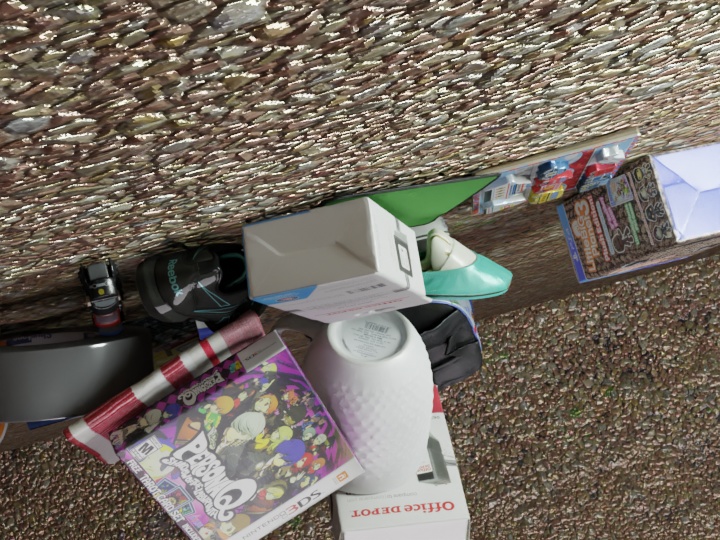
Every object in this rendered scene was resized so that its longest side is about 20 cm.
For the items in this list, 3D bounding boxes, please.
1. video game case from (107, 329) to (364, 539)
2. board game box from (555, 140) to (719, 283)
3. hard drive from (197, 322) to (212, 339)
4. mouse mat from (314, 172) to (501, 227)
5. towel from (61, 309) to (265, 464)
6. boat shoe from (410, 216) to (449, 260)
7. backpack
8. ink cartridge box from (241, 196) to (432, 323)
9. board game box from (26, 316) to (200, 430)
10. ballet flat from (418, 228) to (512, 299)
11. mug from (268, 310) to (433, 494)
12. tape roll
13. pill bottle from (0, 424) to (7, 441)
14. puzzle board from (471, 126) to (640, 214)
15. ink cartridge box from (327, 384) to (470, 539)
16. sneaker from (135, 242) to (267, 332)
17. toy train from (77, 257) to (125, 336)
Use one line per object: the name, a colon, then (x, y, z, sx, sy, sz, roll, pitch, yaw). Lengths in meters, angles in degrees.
video game case: (-0.112, 0.175, 1.055, 0.181, 0.200, 0.036, -32, -141, -5)
board game box: (0.344, -0.067, 1.231, 0.159, 0.097, 0.200, -12, 172, -21)
hard drive: (-0.269, 0.090, 1.434, 0.132, 0.025, 0.200, -21, 171, 38)
mouse mat: (0.022, -0.053, 1.000, 0.161, 0.008, 0.200, -10, 173, -17)
towel: (-0.175, 0.115, 1.044, 0.200, 0.023, 0.144, -33, 164, -9)
boat shoe: (0.000, 0.000, 1.160, 0.200, 0.064, 0.071, -16, 172, 10)
backpack: (0.048, 0.076, 1.344, 0.190, 0.154, 0.200, -12, 136, 13)
ink cartridge box: (-0.015, -0.003, 0.988, 0.116, 0.067, 0.200, -12, 168, 14)
board game box: (-0.277, 0.106, 1.247, 0.200, 0.035, 0.136, -14, -153, -8)
ballet flat: (0.053, -0.006, 1.092, 0.200, 0.070, 0.067, -4, -156, -2)
mug: (-0.017, 0.117, 1.186, 0.148, 0.200, 0.175, -47, 152, -40)
tape roll: (-0.304, 0.098, 1.079, 0.200, 0.066, 0.200, -4, -177, 0)
pill bottle: (-0.490, 0.166, 1.223, 0.112, 0.112, 0.200, -17, 172, 13)
puzzle board: (0.182, -0.088, 1.061, 0.151, 0.017, 0.200, -16, 172, 4)
ink cartridge box: (0.035, 0.234, 1.256, 0.147, 0.200, 0.083, -5, 131, -7)
sneaker: (-0.120, 0.016, 1.002, 0.079, 0.076, 0.200, -20, 172, 19)
toy train: (-0.227, 0.029, 0.985, 0.034, 0.046, 0.200, -13, 173, -12)
